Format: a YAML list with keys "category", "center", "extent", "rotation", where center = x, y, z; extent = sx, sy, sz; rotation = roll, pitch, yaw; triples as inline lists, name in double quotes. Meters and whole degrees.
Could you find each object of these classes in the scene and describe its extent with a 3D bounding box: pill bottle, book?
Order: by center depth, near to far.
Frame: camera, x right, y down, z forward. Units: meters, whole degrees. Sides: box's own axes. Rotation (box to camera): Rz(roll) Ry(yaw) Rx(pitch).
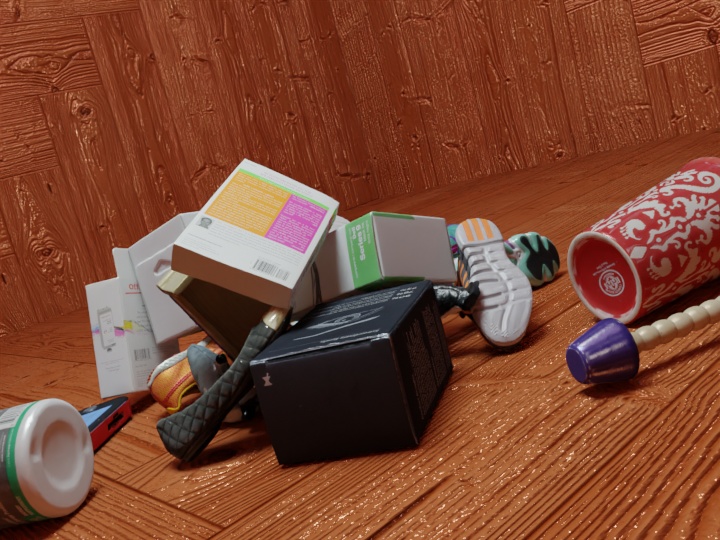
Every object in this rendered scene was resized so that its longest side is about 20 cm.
- category: "pill bottle"
  center: [-0.382, 0.205, 0.762]
  extent: [0.195, 0.116, 0.113]
  rotation: [-14, 9, 14]
- category: "book"
  center: [-0.108, -0.044, 0.839]
  extent: [0.130, 0.049, 0.201]
  rotation: [19, 33, 3]

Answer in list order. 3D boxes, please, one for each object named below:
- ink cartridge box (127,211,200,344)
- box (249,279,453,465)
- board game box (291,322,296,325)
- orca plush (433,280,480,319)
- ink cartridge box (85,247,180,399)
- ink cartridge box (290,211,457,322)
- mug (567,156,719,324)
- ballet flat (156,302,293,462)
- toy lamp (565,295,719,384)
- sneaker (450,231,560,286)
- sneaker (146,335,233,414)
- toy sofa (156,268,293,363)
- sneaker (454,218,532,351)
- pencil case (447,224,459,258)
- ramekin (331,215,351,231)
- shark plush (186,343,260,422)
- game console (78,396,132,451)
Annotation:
- category: "ink cartridge box"
  center: [-0.204, -0.001, 1.101]
  extent: [0.145, 0.150, 0.198]
  rotation: [-23, -5, 40]
- category: "box"
  center: [0.000, 0.096, 0.759]
  extent: [0.144, 0.107, 0.200]
  rotation: [-12, 10, 21]
- category: "board game box"
  center: [-0.142, 0.108, 1.116]
  extent: [0.197, 0.035, 0.126]
  rotation: [-9, 22, 43]
- category: "orca plush"
  center: [0.042, 0.056, 0.878]
  extent: [0.197, 0.071, 0.107]
  rotation: [-19, 45, 43]
- category: "ink cartridge box"
  center: [-0.332, 0.075, 1.105]
  extent: [0.066, 0.206, 0.116]
  rotation: [-12, -6, 24]
- category: "ink cartridge box"
  center: [0.000, 0.000, 0.957]
  extent: [0.144, 0.086, 0.198]
  rotation: [0, -16, -46]
- category: "mug"
  center: [0.340, -0.012, 0.859]
  extent: [0.197, 0.181, 0.133]
  rotation: [-25, 48, -24]
- category: "ballet flat"
  center: [-0.140, 0.110, 0.779]
  extent: [0.201, 0.057, 0.066]
  rotation: [-51, -8, 3]
- category: "toy lamp"
  center: [0.276, 0.052, 0.680]
  extent: [0.195, 0.060, 0.058]
  rotation: [-18, 9, -16]
- category: "sneaker"
  center: [0.187, 0.000, 1.111]
  extent: [0.196, 0.080, 0.139]
  rotation: [-6, -9, -30]
- category: "sneaker"
  center: [-0.194, 0.123, 1.023]
  extent: [0.199, 0.077, 0.073]
  rotation: [-38, -8, -30]
- category: "toy sofa"
  center: [-0.147, 0.059, 0.907]
  extent: [0.083, 0.201, 0.097]
  rotation: [-48, 25, -17]
- category: "sneaker"
  center: [0.160, 0.039, 0.925]
  extent: [0.075, 0.114, 0.203]
  rotation: [-4, 43, 0]
- category: "pencil case"
  center: [0.129, -0.017, 1.281]
  extent: [0.091, 0.087, 0.199]
  rotation: [-29, 0, 35]
- category: "ramekin"
  center: [-0.066, 0.003, 1.182]
  extent: [0.199, 0.208, 0.093]
  rotation: [-7, 0, 44]
- category: "shark plush"
  center: [-0.162, 0.136, 0.877]
  extent: [0.089, 0.086, 0.199]
  rotation: [-18, 9, -17]
- category: "game console"
  center: [-0.400, 0.222, 0.966]
  extent: [0.172, 0.032, 0.200]
  rotation: [-15, 8, 9]
